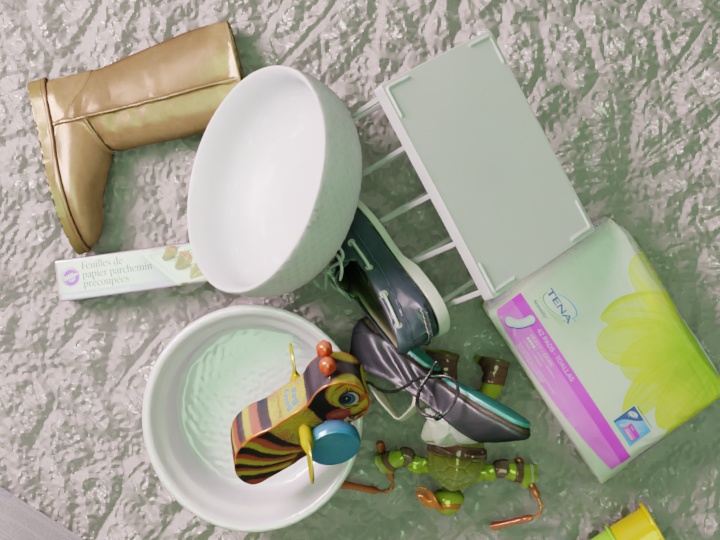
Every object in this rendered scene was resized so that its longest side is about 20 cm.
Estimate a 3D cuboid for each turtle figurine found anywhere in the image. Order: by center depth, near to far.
[{"bbox_3d":[0.080,0.158,1.286,0.197,0.064,0.164,7,90,4],"label":"turtle figurine"}]

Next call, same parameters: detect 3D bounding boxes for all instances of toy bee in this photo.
[{"bbox_3d":[-0.034,0.103,1.165,0.199,0.131,0.109,-38,135,-5],"label":"toy bee"}]

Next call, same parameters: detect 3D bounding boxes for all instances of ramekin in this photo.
[{"bbox_3d":[-0.096,0.130,1.270,0.197,0.098,0.204,0,93,0],"label":"ramekin"}]

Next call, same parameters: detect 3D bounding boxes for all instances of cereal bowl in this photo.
[{"bbox_3d":[-0.065,-0.072,1.209,0.083,0.199,0.203,13,93,-39],"label":"cereal bowl"}]

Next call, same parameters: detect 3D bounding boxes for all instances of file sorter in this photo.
[{"bbox_3d":[0.085,-0.080,1.232,0.138,0.124,0.202,-30,92,-32],"label":"file sorter"}]

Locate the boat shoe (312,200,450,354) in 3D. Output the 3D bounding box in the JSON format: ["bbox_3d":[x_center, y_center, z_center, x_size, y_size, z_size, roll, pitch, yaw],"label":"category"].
[{"bbox_3d":[0.000,0.000,1.240,0.061,0.075,0.200,-28,59,-22],"label":"boat shoe"}]

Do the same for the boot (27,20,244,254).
[{"bbox_3d":[-0.196,-0.123,1.277,0.197,0.066,0.178,-14,92,-1],"label":"boot"}]

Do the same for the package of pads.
[{"bbox_3d":[0.228,0.070,1.282,0.154,0.068,0.201,-35,92,2],"label":"package of pads"}]

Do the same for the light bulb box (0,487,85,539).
[{"bbox_3d":[-0.349,0.322,1.226,0.124,0.200,0.200,30,92,-1],"label":"light bulb box"}]

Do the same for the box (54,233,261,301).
[{"bbox_3d":[-0.185,-0.004,1.294,0.197,0.041,0.039,-8,92,-1],"label":"box"}]

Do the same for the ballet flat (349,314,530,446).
[{"bbox_3d":[0.063,0.114,1.230,0.199,0.073,0.074,34,92,29],"label":"ballet flat"}]

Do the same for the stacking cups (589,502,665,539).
[{"bbox_3d":[0.195,0.294,1.294,0.198,0.061,0.061,-31,92,1],"label":"stacking cups"}]
